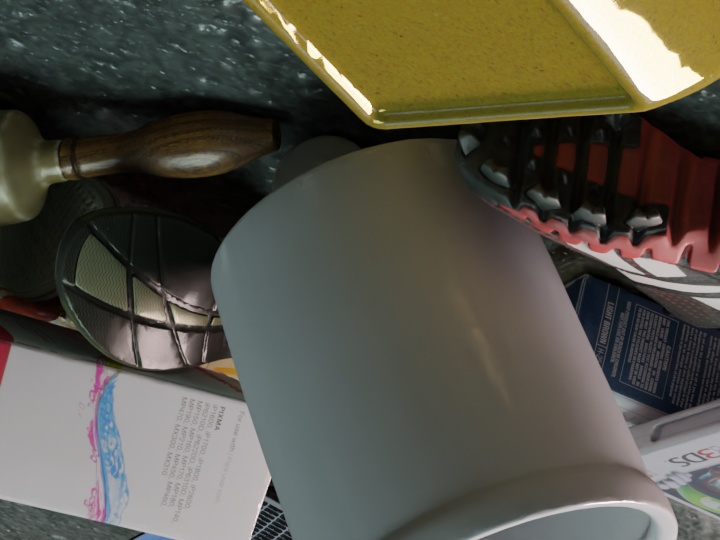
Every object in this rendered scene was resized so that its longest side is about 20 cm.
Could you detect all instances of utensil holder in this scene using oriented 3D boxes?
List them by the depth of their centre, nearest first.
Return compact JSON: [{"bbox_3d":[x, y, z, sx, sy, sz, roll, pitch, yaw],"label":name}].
[{"bbox_3d":[0.032,0.064,1.130,0.169,0.201,0.170,-17,153,-9],"label":"utensil holder"}]

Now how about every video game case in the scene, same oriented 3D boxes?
[{"bbox_3d":[0.248,0.111,1.209,0.199,0.023,0.182,24,157,-20],"label":"video game case"}]

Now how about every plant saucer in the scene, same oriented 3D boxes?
[{"bbox_3d":[0.032,-0.116,0.986,0.199,0.049,0.200,-1,152,35],"label":"plant saucer"}]

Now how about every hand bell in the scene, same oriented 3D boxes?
[{"bbox_3d":[-0.135,-0.055,1.207,0.199,0.105,0.104,-5,152,16],"label":"hand bell"}]

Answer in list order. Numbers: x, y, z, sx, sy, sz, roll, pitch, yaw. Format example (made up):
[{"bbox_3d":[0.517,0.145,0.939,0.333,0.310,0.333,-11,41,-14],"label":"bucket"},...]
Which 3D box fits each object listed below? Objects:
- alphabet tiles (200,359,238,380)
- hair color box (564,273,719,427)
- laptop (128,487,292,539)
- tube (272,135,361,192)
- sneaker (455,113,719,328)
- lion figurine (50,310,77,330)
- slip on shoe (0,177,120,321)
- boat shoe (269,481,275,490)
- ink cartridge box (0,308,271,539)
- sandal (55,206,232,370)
[{"bbox_3d":[-0.068,0.074,1.427,0.199,0.006,0.167,6,144,-21],"label":"alphabet tiles"},{"bbox_3d":[0.177,0.076,1.308,0.199,0.061,0.100,23,156,-16],"label":"hair color box"},{"bbox_3d":[-0.098,0.213,1.612,0.199,0.116,0.187,29,159,-6],"label":"laptop"},{"bbox_3d":[0.000,0.000,1.261,0.058,0.052,0.200,9,156,14],"label":"tube"},{"bbox_3d":[0.135,-0.021,1.102,0.199,0.071,0.098,15,155,-2],"label":"sneaker"},{"bbox_3d":[-0.118,0.064,1.478,0.199,0.073,0.122,12,148,-29],"label":"lion figurine"},{"bbox_3d":[-0.168,-0.009,1.330,0.061,0.075,0.200,14,163,-24],"label":"slip on shoe"},{"bbox_3d":[-0.040,0.150,1.616,0.067,0.057,0.200,23,156,-17],"label":"boat shoe"},{"bbox_3d":[-0.157,0.076,1.273,0.199,0.086,0.147,18,-179,-21],"label":"ink cartridge box"},{"bbox_3d":[-0.090,0.009,1.254,0.057,0.080,0.200,23,-173,35],"label":"sandal"}]
